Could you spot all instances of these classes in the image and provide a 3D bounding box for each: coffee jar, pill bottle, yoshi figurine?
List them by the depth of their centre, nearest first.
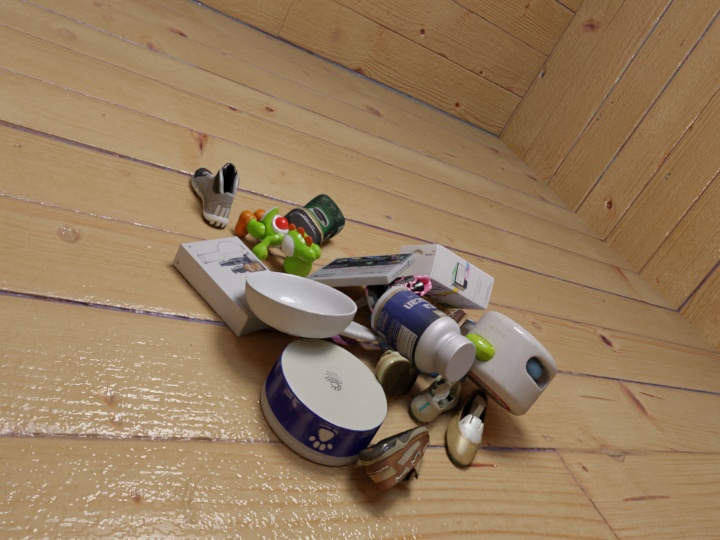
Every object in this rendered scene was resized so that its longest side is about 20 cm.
[{"bbox_3d":[0.120,0.122,1.281,0.109,0.113,0.199,3,24,-46],"label":"pill bottle"},{"bbox_3d":[-0.170,-0.048,1.424,0.197,0.113,0.113,29,-19,27],"label":"yoshi figurine"},{"bbox_3d":[-0.113,-0.104,1.556,0.105,0.085,0.200,52,25,-2],"label":"coffee jar"}]

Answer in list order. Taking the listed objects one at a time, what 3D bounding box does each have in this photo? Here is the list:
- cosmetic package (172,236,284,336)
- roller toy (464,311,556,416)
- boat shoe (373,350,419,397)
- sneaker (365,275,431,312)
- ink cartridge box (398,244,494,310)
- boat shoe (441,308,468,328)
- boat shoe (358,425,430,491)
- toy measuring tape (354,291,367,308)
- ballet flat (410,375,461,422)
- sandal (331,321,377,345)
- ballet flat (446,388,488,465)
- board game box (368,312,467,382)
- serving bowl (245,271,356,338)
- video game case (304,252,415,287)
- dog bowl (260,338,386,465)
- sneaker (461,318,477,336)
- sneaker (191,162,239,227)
[{"bbox_3d":[-0.227,0.024,1.247,0.200,0.052,0.150,43,29,20],"label":"cosmetic package"},{"bbox_3d":[0.287,0.178,1.334,0.182,0.140,0.200,41,-6,10],"label":"roller toy"},{"bbox_3d":[0.055,0.181,1.224,0.062,0.074,0.200,32,1,21],"label":"boat shoe"},{"bbox_3d":[0.085,0.042,1.425,0.198,0.094,0.081,-15,88,-56],"label":"sneaker"},{"bbox_3d":[0.194,0.018,1.594,0.198,0.086,0.143,28,-17,-33],"label":"ink cartridge box"},{"bbox_3d":[0.174,0.119,1.432,0.070,0.071,0.199,40,26,9],"label":"boat shoe"},{"bbox_3d":[0.061,0.301,1.077,0.199,0.075,0.076,2,65,-62],"label":"boat shoe"},{"bbox_3d":[0.036,0.041,1.500,0.073,0.074,0.199,40,26,18],"label":"toy measuring tape"},{"bbox_3d":[0.161,0.235,1.306,0.069,0.070,0.199,39,25,15],"label":"ballet flat"},{"bbox_3d":[-0.058,0.115,1.287,0.199,0.051,0.082,18,12,-32],"label":"sandal"},{"bbox_3d":[0.205,0.284,1.272,0.068,0.064,0.200,34,25,0],"label":"ballet flat"},{"bbox_3d":[0.125,0.157,1.436,0.196,0.037,0.153,16,29,-29],"label":"board game box"},{"bbox_3d":[-0.107,0.067,1.152,0.195,0.067,0.200,16,11,-3],"label":"serving bowl"},{"bbox_3d":[0.000,0.000,1.446,0.195,0.024,0.181,-4,14,24],"label":"video game case"},{"bbox_3d":[-0.057,0.206,1.085,0.197,0.080,0.202,26,26,-13],"label":"dog bowl"},{"bbox_3d":[0.268,0.181,1.515,0.079,0.118,0.199,22,-3,-24],"label":"sneaker"},{"bbox_3d":[-0.304,-0.193,1.464,0.074,0.117,0.202,12,32,-36],"label":"sneaker"}]
